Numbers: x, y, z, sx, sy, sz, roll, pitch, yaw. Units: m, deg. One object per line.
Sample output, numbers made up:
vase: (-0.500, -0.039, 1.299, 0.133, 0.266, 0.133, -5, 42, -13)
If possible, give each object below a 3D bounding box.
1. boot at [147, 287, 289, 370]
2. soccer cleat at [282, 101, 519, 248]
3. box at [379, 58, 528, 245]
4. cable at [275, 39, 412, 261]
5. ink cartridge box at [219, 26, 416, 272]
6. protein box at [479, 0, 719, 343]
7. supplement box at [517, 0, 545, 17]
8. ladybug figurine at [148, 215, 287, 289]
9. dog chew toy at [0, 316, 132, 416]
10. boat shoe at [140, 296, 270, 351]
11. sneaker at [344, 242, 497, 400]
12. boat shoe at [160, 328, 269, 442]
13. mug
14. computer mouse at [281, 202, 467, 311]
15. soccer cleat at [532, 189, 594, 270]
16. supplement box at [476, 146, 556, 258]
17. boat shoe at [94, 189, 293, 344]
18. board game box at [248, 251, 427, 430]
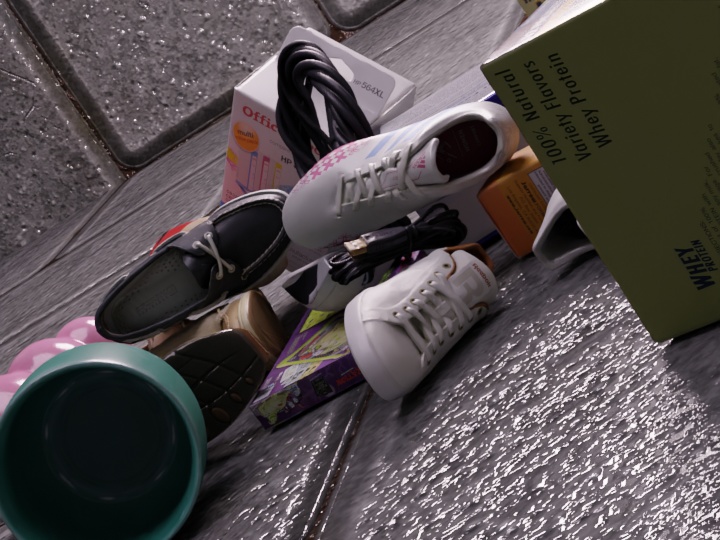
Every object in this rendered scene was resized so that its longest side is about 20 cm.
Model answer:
boot: (-0.137, 0.080, 1.759, 0.155, 0.073, 0.200, -30, 7, -1)
soccer cleat: (0.027, -0.075, 1.578, 0.199, 0.070, 0.086, -26, 6, 8)
box: (0.120, -0.114, 1.767, 0.183, 0.105, 0.200, -33, 11, 7)
cable: (-0.019, -0.094, 1.704, 0.051, 0.201, 0.163, -24, 3, -10)
ink cartridge box: (-0.042, -0.114, 1.926, 0.125, 0.128, 0.201, -44, -26, -41)
protein box: (0.218, -0.100, 1.178, 0.199, 0.199, 0.135, -25, 14, 40)
supplement box: (0.253, -0.312, 1.967, 0.200, 0.201, 0.134, -41, 12, -27)
ladybug figurine: (-0.138, -0.009, 1.892, 0.135, 0.072, 0.200, -15, -1, -14)
dog chew toy: (-0.269, 0.119, 1.830, 0.124, 0.125, 0.200, -22, 24, 47)
boat shoe: (-0.174, 0.075, 1.925, 0.199, 0.065, 0.071, -35, 11, -6)
sneaker: (0.048, 0.024, 1.476, 0.084, 0.073, 0.200, -32, 10, 23)
boat shoe: (-0.153, 0.117, 1.632, 0.200, 0.076, 0.074, -41, 0, 13)
mug: (-0.200, 0.138, 1.509, 0.184, 0.153, 0.114, -34, 8, 5)
computer mouse: (0.000, 0.000, 1.627, 0.109, 0.044, 0.200, -24, -1, -23)
soccer cleat: (0.192, -0.053, 1.421, 0.200, 0.069, 0.085, -25, 23, 54)
supplement box: (0.188, -0.085, 1.552, 0.199, 0.069, 0.067, -29, 13, 32)
boat shoe: (-0.138, 0.001, 1.762, 0.200, 0.076, 0.060, -38, -2, 9)
board game box: (-0.011, 0.051, 1.651, 0.120, 0.032, 0.200, -33, 11, 23)
